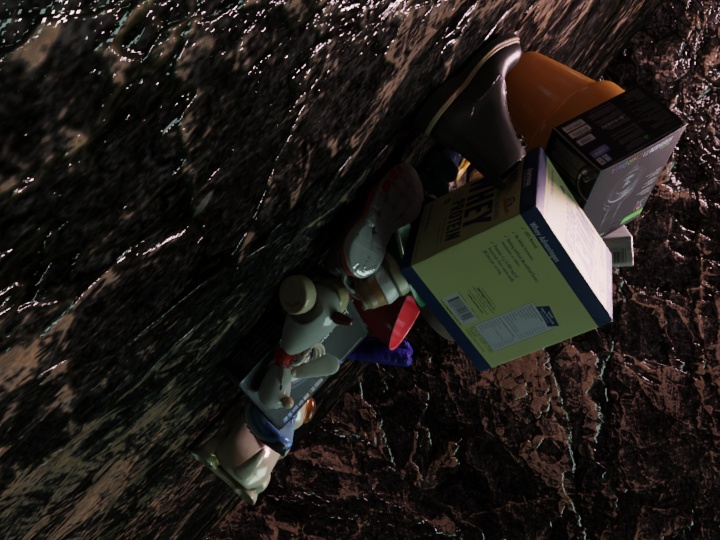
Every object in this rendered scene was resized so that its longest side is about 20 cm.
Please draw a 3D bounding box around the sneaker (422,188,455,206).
[{"bbox_3d":[0.132,-0.113,1.588,0.200,0.085,0.079,-118,-136,-77],"label":"sneaker"}]

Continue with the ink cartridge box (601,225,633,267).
[{"bbox_3d":[0.331,-0.043,1.387,0.159,0.051,0.200,-4,-171,11],"label":"ink cartridge box"}]

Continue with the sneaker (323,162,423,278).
[{"bbox_3d":[0.011,-0.069,1.170,0.081,0.078,0.201,-9,-146,45],"label":"sneaker"}]

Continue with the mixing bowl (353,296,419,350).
[{"bbox_3d":[0.054,0.026,1.570,0.201,0.107,0.201,-57,164,-25],"label":"mixing bowl"}]

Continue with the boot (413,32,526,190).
[{"bbox_3d":[0.174,-0.197,1.118,0.200,0.138,0.078,-46,172,-24],"label":"boot"}]

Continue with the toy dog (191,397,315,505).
[{"bbox_3d":[-0.169,0.263,1.502,0.201,0.139,0.194,-53,178,-24],"label":"toy dog"}]

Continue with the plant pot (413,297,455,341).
[{"bbox_3d":[0.181,0.017,1.422,0.173,0.201,0.200,-39,176,22],"label":"plant pot"}]

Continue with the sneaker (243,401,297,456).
[{"bbox_3d":[-0.124,0.195,1.378,0.090,0.078,0.201,-41,-151,20],"label":"sneaker"}]

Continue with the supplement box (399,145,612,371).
[{"bbox_3d":[0.192,-0.010,1.151,0.198,0.201,0.135,-25,-152,30],"label":"supplement box"}]

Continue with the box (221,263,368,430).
[{"bbox_3d":[-0.088,0.112,1.274,0.200,0.043,0.161,-46,145,-14],"label":"box"}]

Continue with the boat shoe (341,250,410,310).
[{"bbox_3d":[0.003,-0.003,1.213,0.068,0.075,0.200,-31,-161,-5],"label":"boat shoe"}]

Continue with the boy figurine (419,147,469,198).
[{"bbox_3d":[0.162,-0.180,1.420,0.200,0.064,0.125,-36,156,-50],"label":"boy figurine"}]

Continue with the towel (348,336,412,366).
[{"bbox_3d":[0.001,0.142,1.680,0.148,0.196,0.050,28,70,-85],"label":"towel"}]

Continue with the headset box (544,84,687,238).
[{"bbox_3d":[0.327,-0.127,1.233,0.173,0.093,0.201,-27,150,-26],"label":"headset box"}]

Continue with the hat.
[{"bbox_3d":[0.000,0.000,1.358,0.173,0.202,0.166,-14,-151,13],"label":"hat"}]

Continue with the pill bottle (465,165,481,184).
[{"bbox_3d":[0.240,-0.167,1.543,0.116,0.115,0.201,-53,-165,37],"label":"pill bottle"}]

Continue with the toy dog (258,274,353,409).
[{"bbox_3d":[-0.064,0.100,1.166,0.131,0.096,0.203,-23,135,-38],"label":"toy dog"}]

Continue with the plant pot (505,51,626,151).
[{"bbox_3d":[0.287,-0.225,1.343,0.199,0.184,0.201,-31,152,-19],"label":"plant pot"}]
